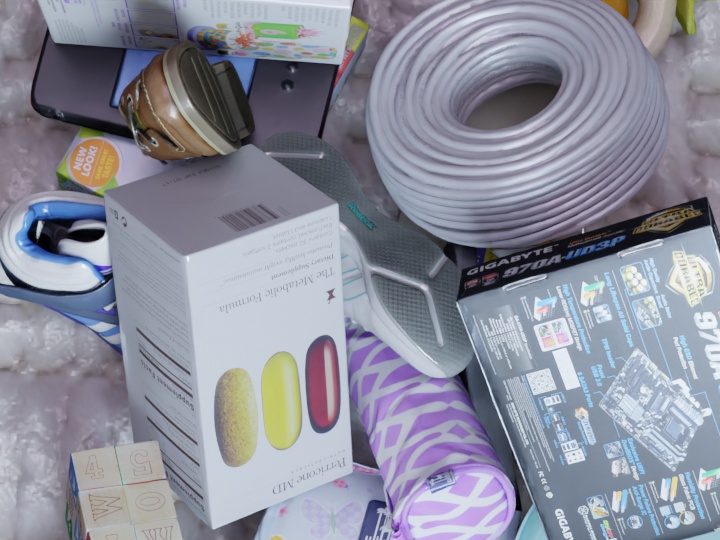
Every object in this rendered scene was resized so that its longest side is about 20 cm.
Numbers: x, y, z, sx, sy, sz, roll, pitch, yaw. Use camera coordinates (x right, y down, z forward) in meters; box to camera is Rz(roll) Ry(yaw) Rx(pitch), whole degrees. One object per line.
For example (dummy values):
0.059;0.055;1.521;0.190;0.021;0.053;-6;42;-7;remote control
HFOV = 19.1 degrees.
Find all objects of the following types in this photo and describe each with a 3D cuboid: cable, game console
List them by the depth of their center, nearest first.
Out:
0.102;-0.107;1.413;0.199;0.069;0.201;-10;48;13;cable
-0.109;-0.168;1.459;0.199;0.031;0.178;14;77;0;game console

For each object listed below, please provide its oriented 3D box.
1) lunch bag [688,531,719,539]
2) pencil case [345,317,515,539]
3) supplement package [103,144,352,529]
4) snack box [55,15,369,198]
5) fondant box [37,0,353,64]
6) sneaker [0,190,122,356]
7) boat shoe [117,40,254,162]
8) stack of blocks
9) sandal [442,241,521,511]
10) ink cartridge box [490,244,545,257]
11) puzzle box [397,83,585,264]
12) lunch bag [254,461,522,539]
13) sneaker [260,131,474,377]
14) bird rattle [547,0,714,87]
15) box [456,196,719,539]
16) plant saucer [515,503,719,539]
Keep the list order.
0.257;0.242;1.439;0.199;0.077;0.161;-3;81;-5;lunch bag
0.035;0.102;1.398;0.085;0.084;0.200;-28;38;4;pencil case
-0.081;0.041;1.361;0.113;0.109;0.201;-20;124;-27;supplement package
-0.102;-0.114;1.491;0.142;0.053;0.201;28;78;3;snack box
-0.105;-0.183;1.377;0.199;0.144;0.059;5;81;-2;fondant box
-0.148;0.011;1.414;0.199;0.146;0.081;24;78;1;sneaker
-0.115;-0.096;1.340;0.068;0.200;0.072;-19;87;6;boat shoe
-0.139;0.223;1.336;0.058;0.115;0.201;-7;57;-16;stack of blocks
0.087;0.073;1.446;0.043;0.076;0.201;-13;104;-8;sandal
0.192;0.024;1.394;0.176;0.200;0.045;41;80;-12;ink cartridge box
0.094;-0.046;1.508;0.132;0.025;0.201;13;78;-3;puzzle box
0.002;0.228;1.394;0.169;0.127;0.201;17;75;5;lunch bag
0.000;0.000;1.406;0.070;0.080;0.200;-26;65;-37;sneaker
0.157;-0.210;1.504;0.199;0.113;0.164;18;80;1;bird rattle
0.164;0.072;1.291;0.158;0.046;0.201;-17;111;15;box
0.188;0.210;1.379;0.199;0.027;0.201;2;79;-10;plant saucer
